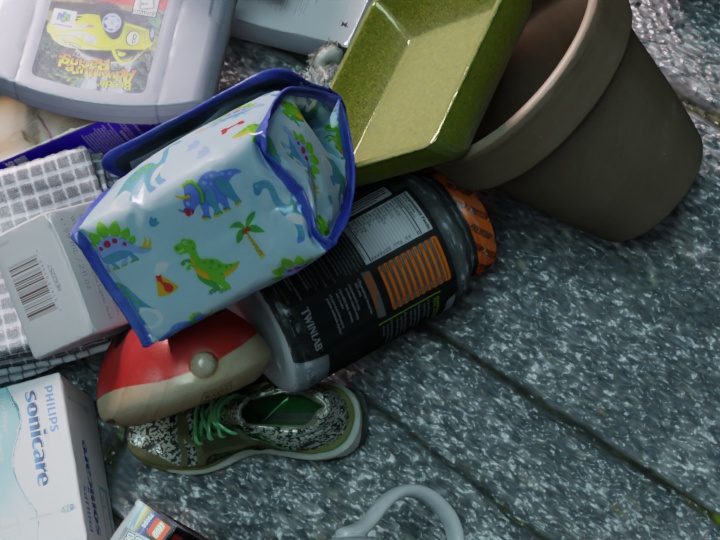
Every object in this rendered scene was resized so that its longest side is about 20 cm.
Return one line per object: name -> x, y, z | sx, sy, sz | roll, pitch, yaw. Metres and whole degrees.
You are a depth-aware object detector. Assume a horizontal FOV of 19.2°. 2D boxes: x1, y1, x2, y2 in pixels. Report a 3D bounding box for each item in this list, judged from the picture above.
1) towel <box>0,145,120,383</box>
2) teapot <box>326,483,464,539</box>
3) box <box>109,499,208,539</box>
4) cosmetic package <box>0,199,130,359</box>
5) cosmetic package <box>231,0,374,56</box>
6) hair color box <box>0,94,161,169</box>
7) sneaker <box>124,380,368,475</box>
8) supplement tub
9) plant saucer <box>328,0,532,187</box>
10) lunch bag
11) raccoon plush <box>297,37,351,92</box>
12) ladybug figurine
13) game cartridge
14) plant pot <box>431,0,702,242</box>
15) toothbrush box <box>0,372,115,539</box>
towel -> -0.280, -0.001, 1.742 | 0.199, 0.086, 0.166 | -17, 71, 8
teapot -> 0.022, 0.292, 1.588 | 0.200, 0.146, 0.198 | -59, 40, 22
box -> -0.170, 0.251, 1.612 | 0.040, 0.200, 0.137 | 33, 83, 14
cosmetic package -> -0.185, -0.005, 1.650 | 0.074, 0.200, 0.102 | -22, 90, 35
cosmetic package -> -0.025, -0.282, 1.813 | 0.150, 0.052, 0.201 | 17, 77, 32
hair color box -> -0.253, -0.148, 1.794 | 0.199, 0.065, 0.110 | -23, 68, 7
sneaker -> -0.099, 0.114, 1.698 | 0.199, 0.089, 0.077 | -8, 71, 12
supplement tub -> 0.000, 0.000, 1.674 | 0.200, 0.123, 0.123 | -28, 67, -20
plant saucer -> 0.047, -0.144, 1.631 | 0.200, 0.048, 0.200 | -12, 46, 53
lunch bag -> -0.098, -0.059, 1.549 | 0.170, 0.200, 0.128 | -26, 105, 18
raccoon plush -> -0.089, -0.129, 1.742 | 0.199, 0.097, 0.134 | 15, 71, 7
ladybug figurine -> -0.139, 0.068, 1.616 | 0.135, 0.200, 0.072 | -20, 90, -20
game cartridge -> -0.209, -0.186, 1.735 | 0.199, 0.041, 0.134 | 9, 70, 4
plant pot -> 0.166, -0.114, 1.650 | 0.200, 0.174, 0.201 | -39, 28, 25
toothbrush box -> -0.310, 0.184, 1.728 | 0.199, 0.085, 0.147 | -17, 69, 9
